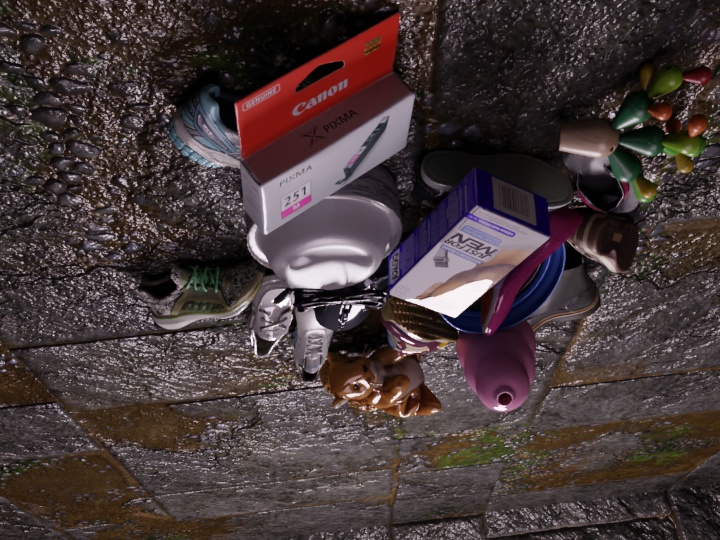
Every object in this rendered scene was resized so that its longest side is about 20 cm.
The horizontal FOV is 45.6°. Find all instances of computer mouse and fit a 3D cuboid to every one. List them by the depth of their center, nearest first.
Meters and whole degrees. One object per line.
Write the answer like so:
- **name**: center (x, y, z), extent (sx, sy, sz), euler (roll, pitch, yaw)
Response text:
- **computer mouse**: center (-0.050, 0.054, 1.129), extent (0.138, 0.047, 0.200), euler (2, 173, -15)

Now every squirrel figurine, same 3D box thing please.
- **squirrel figurine**: center (0.008, 0.195, 1.485), extent (0.184, 0.144, 0.199), euler (1, 164, -40)

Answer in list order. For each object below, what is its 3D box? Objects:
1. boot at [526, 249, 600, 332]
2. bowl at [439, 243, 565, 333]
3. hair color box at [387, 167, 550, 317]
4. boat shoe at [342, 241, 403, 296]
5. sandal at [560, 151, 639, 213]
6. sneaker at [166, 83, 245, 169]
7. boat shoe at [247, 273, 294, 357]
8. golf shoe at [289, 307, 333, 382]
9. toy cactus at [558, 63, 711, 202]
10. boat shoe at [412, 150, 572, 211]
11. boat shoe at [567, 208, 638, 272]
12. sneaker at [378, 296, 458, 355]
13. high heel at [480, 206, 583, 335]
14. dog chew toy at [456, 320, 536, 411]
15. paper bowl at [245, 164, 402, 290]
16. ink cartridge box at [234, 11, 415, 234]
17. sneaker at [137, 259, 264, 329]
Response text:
- **boot**: center (0.268, 0.031, 1.350), extent (0.197, 0.078, 0.139), euler (-21, 141, 12)
- **bowl**: center (0.189, -0.003, 1.201), extent (0.197, 0.040, 0.204), euler (-9, 127, -13)
- **hair color box**: center (0.127, -0.028, 1.047), extent (0.108, 0.066, 0.200), euler (19, 142, -21)
- **boat shoe**: center (0.000, 0.000, 1.215), extent (0.197, 0.073, 0.068), euler (-15, 154, 29)
- **sandal**: center (0.309, -0.110, 1.103), extent (0.074, 0.046, 0.199), euler (-22, 149, 25)
- **sneaker**: center (-0.101, -0.139, 0.917), extent (0.197, 0.079, 0.086), euler (13, 143, -34)
- **boat shoe**: center (-0.134, 0.074, 1.312), extent (0.069, 0.071, 0.201), euler (1, 150, -13)
- **golf shoe**: center (-0.070, 0.110, 1.370), extent (0.077, 0.099, 0.201), euler (-1, 150, -8)
- **toy cactus**: center (0.310, -0.160, 0.979), extent (0.161, 0.104, 0.201), euler (3, 154, 9)
- **boat shoe**: center (0.162, -0.103, 1.059), extent (0.196, 0.077, 0.061), euler (11, 149, -8)
- **boat shoe**: center (0.338, -0.050, 1.218), extent (0.074, 0.076, 0.201), euler (21, 179, 33)
- **sneaker**: center (0.068, 0.090, 1.255), extent (0.089, 0.076, 0.199), euler (-27, 154, 25)
- **high heel**: center (0.226, 0.006, 1.145), extent (0.094, 0.068, 0.203), euler (11, 118, -11)
- **dog chew toy**: center (0.205, 0.137, 1.276), extent (0.122, 0.201, 0.127), euler (2, 114, 4)
- **paper bowl**: center (-0.045, -0.048, 1.071), extent (0.196, 0.106, 0.202), euler (-5, 153, -2)
- **ink cartridge box**: center (-0.030, -0.144, 0.861), extent (0.198, 0.044, 0.174), euler (-34, 160, -19)
- **sneaker**: center (-0.227, 0.023, 1.200), extent (0.197, 0.078, 0.089), euler (-19, 142, 17)
